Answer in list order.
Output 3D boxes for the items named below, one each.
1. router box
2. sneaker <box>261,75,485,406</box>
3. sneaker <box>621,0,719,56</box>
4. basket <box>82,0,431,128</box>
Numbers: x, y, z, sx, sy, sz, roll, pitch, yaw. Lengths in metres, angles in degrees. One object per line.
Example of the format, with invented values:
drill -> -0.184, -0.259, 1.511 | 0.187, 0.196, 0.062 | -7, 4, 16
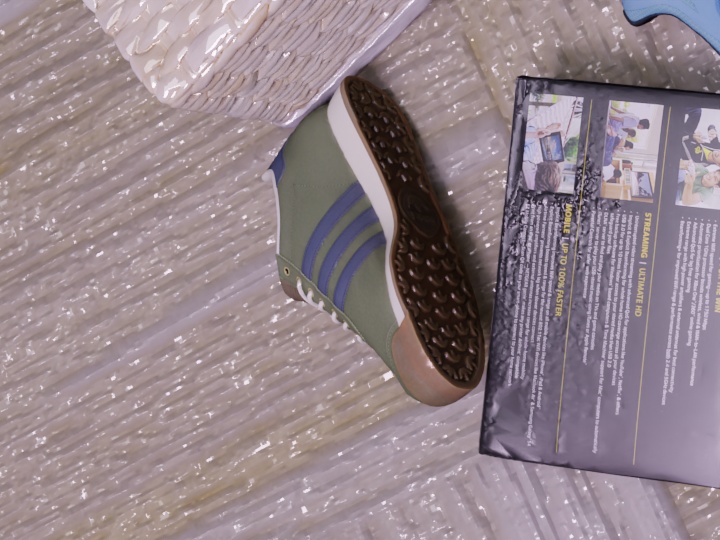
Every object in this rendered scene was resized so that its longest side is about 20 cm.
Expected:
router box -> 0.145, 0.006, 1.426 | 0.149, 0.051, 0.200 | 7, 93, 25
sneaker -> 0.000, 0.000, 1.479 | 0.090, 0.067, 0.200 | -37, 55, 30
sneaker -> 0.218, -0.139, 1.392 | 0.200, 0.078, 0.090 | 17, 116, 29
basket -> -0.062, -0.208, 1.472 | 0.200, 0.161, 0.198 | -45, 72, 21
